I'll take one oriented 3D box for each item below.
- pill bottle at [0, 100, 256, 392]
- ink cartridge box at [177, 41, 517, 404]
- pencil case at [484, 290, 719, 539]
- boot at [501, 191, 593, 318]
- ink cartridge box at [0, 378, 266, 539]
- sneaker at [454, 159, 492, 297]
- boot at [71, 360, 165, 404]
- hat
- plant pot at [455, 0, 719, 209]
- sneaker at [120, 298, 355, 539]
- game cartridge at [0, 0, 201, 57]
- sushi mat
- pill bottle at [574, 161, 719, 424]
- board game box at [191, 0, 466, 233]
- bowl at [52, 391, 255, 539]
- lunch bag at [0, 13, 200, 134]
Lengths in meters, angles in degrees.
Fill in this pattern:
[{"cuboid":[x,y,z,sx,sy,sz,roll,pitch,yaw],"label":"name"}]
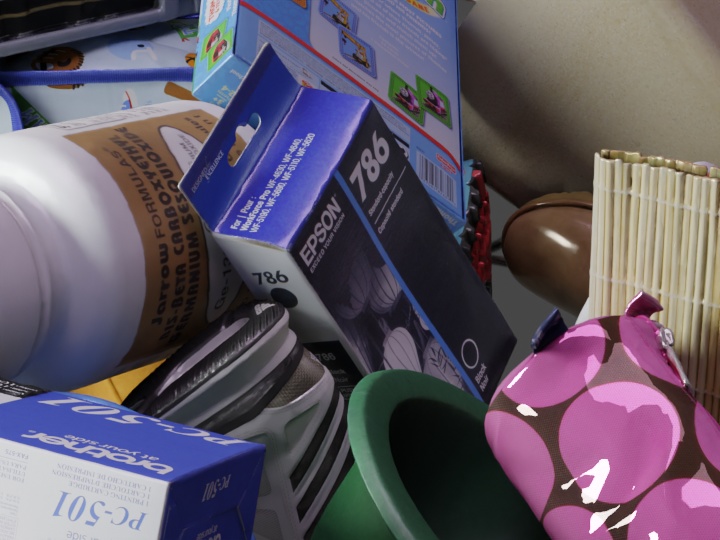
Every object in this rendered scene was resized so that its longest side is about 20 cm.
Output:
[{"cuboid":[-0.126,-0.007,0.977,0.114,0.115,0.200,17,20,29],"label":"pill bottle"},{"cuboid":[0.000,0.000,1.013,0.039,0.200,0.100,-6,42,37],"label":"ink cartridge box"},{"cuboid":[0.132,0.108,0.896,0.094,0.091,0.200,-37,64,6],"label":"pencil case"},{"cuboid":[0.111,0.038,1.126,0.175,0.066,0.200,15,33,26],"label":"boot"},{"cuboid":[-0.145,0.067,0.821,0.199,0.044,0.094,13,7,18],"label":"ink cartridge box"},{"cuboid":[0.018,-0.003,1.187,0.095,0.080,0.200,2,27,10],"label":"sneaker"},{"cuboid":[-0.113,0.066,1.070,0.200,0.071,0.144,-8,35,-7],"label":"boot"},{"cuboid":[0.000,0.155,0.954,0.200,0.176,0.166,35,23,-20],"label":"hat"},{"cuboid":[0.180,-0.109,1.247,0.200,0.200,0.177,-26,72,-41],"label":"plant pot"},{"cuboid":[-0.083,0.114,0.973,0.200,0.115,0.076,-36,17,5],"label":"sneaker"},{"cuboid":[-0.187,-0.141,1.141,0.199,0.041,0.133,-17,21,-34],"label":"game cartridge"},{"cuboid":[0.140,0.048,0.962,0.095,0.201,0.012,15,30,28],"label":"sushi mat"},{"cuboid":[0.203,0.049,1.004,0.200,0.114,0.114,35,38,14],"label":"pill bottle"},{"cuboid":[-0.013,-0.119,1.142,0.151,0.037,0.200,34,35,-26],"label":"board game box"},{"cuboid":[-0.136,0.136,0.866,0.200,0.039,0.201,-8,55,12],"label":"bowl"},{"cuboid":[-0.153,-0.042,1.163,0.199,0.171,0.124,-1,23,-4],"label":"lunch bag"}]
